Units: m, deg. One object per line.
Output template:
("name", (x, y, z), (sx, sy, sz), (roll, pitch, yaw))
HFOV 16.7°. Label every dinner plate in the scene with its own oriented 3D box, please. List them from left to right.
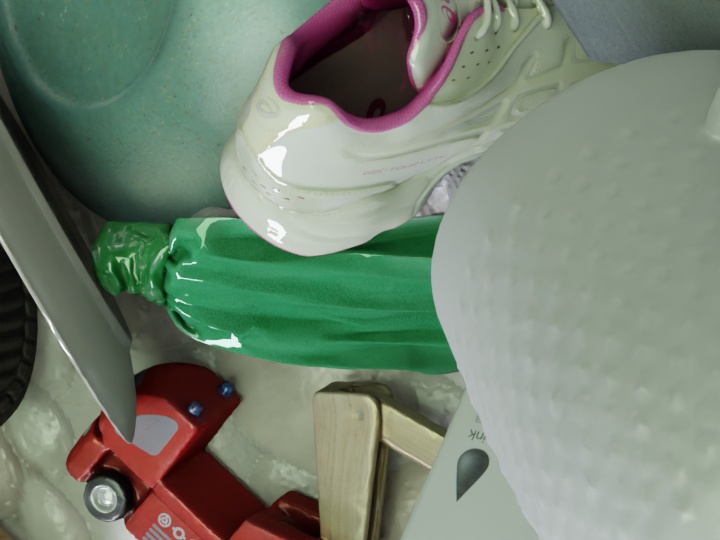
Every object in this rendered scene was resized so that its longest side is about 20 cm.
("dinner plate", (-0.129, -0.025, 0.940), (0.024, 0.200, 0.200), (-30, 91, -3))

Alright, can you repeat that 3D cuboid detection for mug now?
("mug", (0.119, 0.025, 0.720), (0.147, 0.176, 0.200), (-2, 132, -18))

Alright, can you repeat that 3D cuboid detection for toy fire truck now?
("toy fire truck", (-0.010, 0.095, 0.989), (0.200, 0.049, 0.141), (43, 115, 8))

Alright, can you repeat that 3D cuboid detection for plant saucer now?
("plant saucer", (-0.091, -0.113, 0.931), (0.201, 0.039, 0.202), (4, 96, 45))

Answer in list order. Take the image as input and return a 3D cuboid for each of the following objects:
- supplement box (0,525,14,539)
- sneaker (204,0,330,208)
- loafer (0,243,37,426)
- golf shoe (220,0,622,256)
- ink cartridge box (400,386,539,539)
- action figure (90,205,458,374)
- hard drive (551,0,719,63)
("supplement box", (-0.228, 0.123, 1.045), (0.200, 0.126, 0.074), (45, 116, 5))
("sneaker", (-0.028, -0.071, 0.953), (0.076, 0.075, 0.200), (47, 121, 36))
("loafer", (-0.197, -0.023, 1.032), (0.071, 0.073, 0.201), (-17, 92, 36))
("golf shoe", (0.042, -0.080, 0.851), (0.075, 0.200, 0.092), (49, 159, 20))
("ink cartridge box", (0.084, 0.131, 0.846), (0.146, 0.200, 0.084), (13, 153, 23))
("action figure", (0.000, 0.000, 0.909), (0.199, 0.055, 0.118), (3, 140, -7))
("hard drive", (0.077, -0.146, 0.747), (0.139, 0.033, 0.200), (8, 142, 51))
